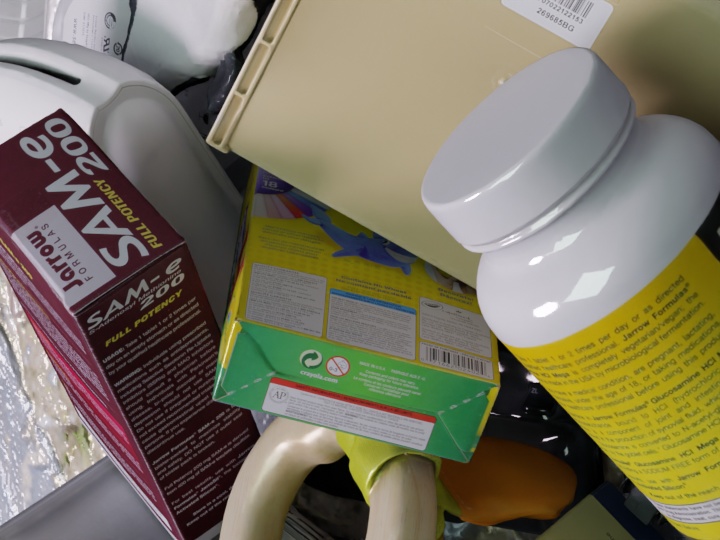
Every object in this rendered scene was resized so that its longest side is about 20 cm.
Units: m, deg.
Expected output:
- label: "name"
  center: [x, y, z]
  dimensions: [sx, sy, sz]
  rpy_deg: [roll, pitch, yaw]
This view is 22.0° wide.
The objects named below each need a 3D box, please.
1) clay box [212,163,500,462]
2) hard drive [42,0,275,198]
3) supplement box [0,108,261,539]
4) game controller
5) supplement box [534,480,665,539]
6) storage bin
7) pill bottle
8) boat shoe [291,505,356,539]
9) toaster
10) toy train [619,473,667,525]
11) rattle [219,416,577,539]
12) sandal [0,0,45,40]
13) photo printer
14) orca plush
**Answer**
- label: "clay box"
  center: [0.000, 0.000, 0.845]
  dimensions: [0.115, 0.200, 0.048]
  rpy_deg: [15, 119, -7]
- label: "hard drive"
  center: [-0.096, -0.109, 1.013]
  dimensions: [0.200, 0.038, 0.140]
  rpy_deg: [21, 114, 33]
- label: "supplement box"
  center: [-0.108, 0.033, 0.857]
  dimensions: [0.109, 0.061, 0.200]
  rpy_deg: [45, 162, 34]
- label: "game controller"
  center: [0.036, 0.079, 0.959]
  dimensions: [0.200, 0.042, 0.105]
  rpy_deg: [6, 119, 39]
- label: "supplement box"
  center: [0.096, 0.238, 0.822]
  dimensions: [0.200, 0.200, 0.134]
  rpy_deg: [46, 126, 12]
- label: "storage bin"
  center: [0.068, -0.097, 0.790]
  dimensions: [0.200, 0.094, 0.199]
  rpy_deg: [30, 122, -1]
- label: "pill bottle"
  center: [0.119, 0.014, 0.716]
  dimensions: [0.112, 0.113, 0.200]
  rpy_deg: [-27, 116, 40]
- label: "boat shoe"
  center: [-0.021, 0.174, 1.010]
  dimensions: [0.200, 0.057, 0.067]
  rpy_deg: [22, 114, 34]
- label: "toaster"
  center: [-0.092, 0.174, 0.938]
  dimensions: [0.200, 0.129, 0.114]
  rpy_deg: [28, 140, 27]
- label: "toy train"
  center: [0.177, 0.038, 0.820]
  dimensions: [0.034, 0.046, 0.200]
  rpy_deg: [44, 126, 23]
- label: "rattle"
  center: [-0.004, 0.160, 0.851]
  dimensions: [0.130, 0.143, 0.201]
  rpy_deg: [16, 86, 34]
- label: "sandal"
  center: [-0.218, -0.130, 1.096]
  dimensions: [0.050, 0.082, 0.203]
  rpy_deg: [-118, 27, -72]
- label: "photo printer"
  center: [-0.126, -0.034, 0.961]
  dimensions: [0.166, 0.069, 0.200]
  rpy_deg: [16, 146, 48]
- label: "orca plush"
  center: [-0.066, -0.122, 0.917]
  dimensions: [0.105, 0.071, 0.200]
  rpy_deg: [56, 150, 24]
